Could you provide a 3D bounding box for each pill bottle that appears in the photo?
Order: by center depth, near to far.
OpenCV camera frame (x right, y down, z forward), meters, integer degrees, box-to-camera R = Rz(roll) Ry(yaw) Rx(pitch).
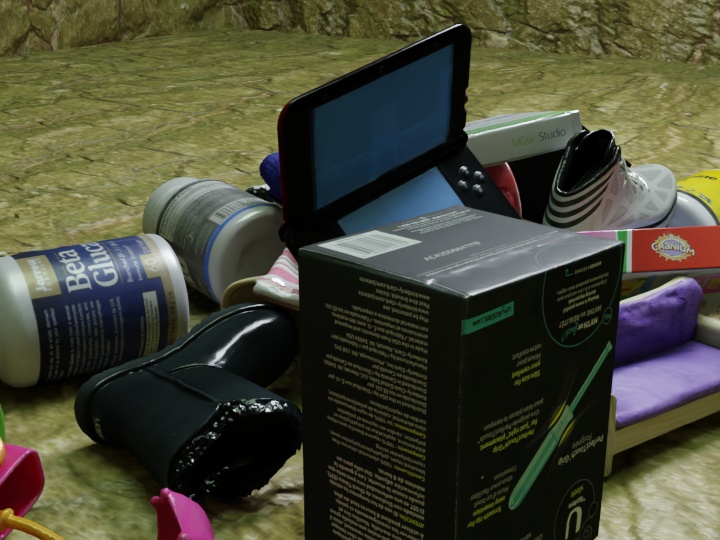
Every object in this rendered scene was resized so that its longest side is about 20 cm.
[{"bbox_3d":[-0.256,0.037,0.917,0.200,0.111,0.111,-12,22,-31],"label":"pill bottle"},{"bbox_3d":[-0.143,-0.031,1.117,0.114,0.114,0.200,-11,21,-31],"label":"pill bottle"},{"bbox_3d":[0.369,-0.047,1.169,0.112,0.113,0.200,15,23,38],"label":"pill bottle"}]

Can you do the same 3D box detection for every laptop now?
[{"bbox_3d":[0.192,-0.130,1.326,0.200,0.103,0.177,19,-4,42],"label":"laptop"}]

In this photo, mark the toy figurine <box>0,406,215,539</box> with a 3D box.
[{"bbox_3d":[-0.159,0.164,0.548,0.184,0.150,0.200,14,43,11],"label":"toy figurine"}]

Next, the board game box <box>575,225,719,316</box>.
[{"bbox_3d":[0.227,0.014,0.956,0.200,0.040,0.153,-3,-24,-10],"label":"board game box"}]

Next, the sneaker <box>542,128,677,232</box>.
[{"bbox_3d":[0.242,-0.082,1.002,0.076,0.115,0.200,33,45,31],"label":"sneaker"}]

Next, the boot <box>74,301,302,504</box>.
[{"bbox_3d":[-0.089,0.095,0.792,0.200,0.076,0.168,-22,24,-35],"label":"boot"}]

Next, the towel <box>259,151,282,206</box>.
[{"bbox_3d":[0.004,-0.053,1.000,0.148,0.050,0.200,1,25,-29],"label":"towel"}]

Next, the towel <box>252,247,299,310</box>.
[{"bbox_3d":[0.000,0.000,0.956,0.146,0.030,0.200,15,21,7],"label":"towel"}]

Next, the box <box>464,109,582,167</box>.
[{"bbox_3d":[0.111,-0.125,1.064,0.144,0.036,0.200,-14,9,-12],"label":"box"}]

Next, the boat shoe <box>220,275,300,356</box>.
[{"bbox_3d":[-0.030,0.038,0.993,0.200,0.071,0.065,7,12,-13],"label":"boat shoe"}]

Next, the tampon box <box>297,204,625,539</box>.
[{"bbox_3d":[0.058,0.079,0.651,0.126,0.200,0.150,17,24,42],"label":"tampon box"}]

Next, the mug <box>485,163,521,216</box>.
[{"bbox_3d":[0.059,-0.066,1.157,0.200,0.178,0.133,-11,63,-19],"label":"mug"}]

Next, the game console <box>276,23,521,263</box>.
[{"bbox_3d":[0.043,-0.068,0.853,0.200,0.172,0.119,-30,-10,-30],"label":"game console"}]

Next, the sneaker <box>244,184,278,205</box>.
[{"bbox_3d":[-0.048,-0.080,1.337,0.200,0.067,0.090,11,23,35],"label":"sneaker"}]

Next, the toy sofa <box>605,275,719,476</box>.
[{"bbox_3d":[0.222,0.075,0.828,0.200,0.098,0.083,-12,22,-35],"label":"toy sofa"}]
